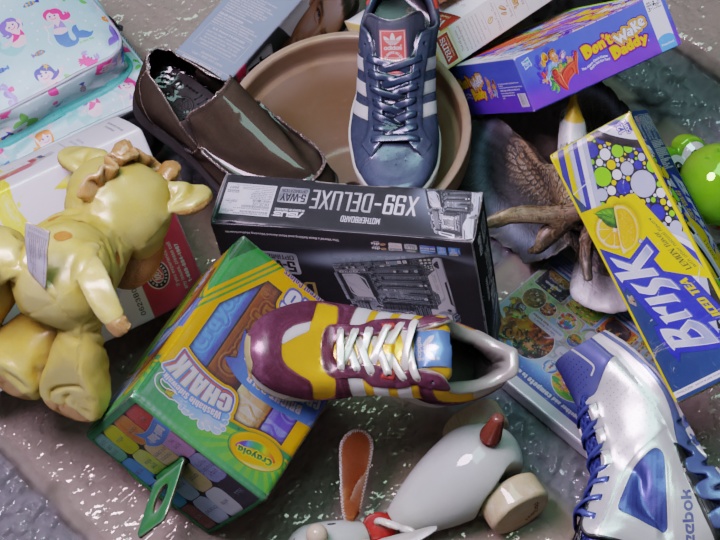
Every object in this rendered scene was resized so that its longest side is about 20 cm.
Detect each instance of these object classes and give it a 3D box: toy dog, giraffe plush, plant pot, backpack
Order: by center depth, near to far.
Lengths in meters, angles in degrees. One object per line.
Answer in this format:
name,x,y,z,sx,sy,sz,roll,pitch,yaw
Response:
giraffe plush,-0.200,-0.017,1.458,0.172,0.200,0.162,38,50,1
toy dog,0.045,0.159,1.466,0.132,0.097,0.200,35,64,25
plant pot,-0.009,-0.088,1.643,0.199,0.093,0.202,-3,55,4
backpack,-0.276,-0.163,1.686,0.177,0.151,0.200,-27,53,-14

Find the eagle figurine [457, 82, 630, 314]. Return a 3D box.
eagle figurine,0.166,-0.072,1.606,0.151,0.200,0.152,26,100,-12

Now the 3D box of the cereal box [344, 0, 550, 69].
cereal box,0.102,-0.240,1.735,0.200,0.040,0.144,-34,26,-20

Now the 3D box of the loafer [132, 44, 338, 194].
loafer,-0.104,-0.107,1.566,0.199,0.072,0.073,31,64,23

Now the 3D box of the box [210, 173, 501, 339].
box,0.000,0.000,1.531,0.199,0.158,0.050,5,54,13

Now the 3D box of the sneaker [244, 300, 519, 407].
sneaker,0.016,0.056,1.428,0.199,0.090,0.075,4,77,-33

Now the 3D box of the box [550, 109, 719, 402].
box,0.216,-0.011,1.461,0.070,0.064,0.201,-28,85,22

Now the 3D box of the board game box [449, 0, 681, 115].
board game box,0.154,-0.172,1.642,0.134,0.200,0.045,-25,99,-14

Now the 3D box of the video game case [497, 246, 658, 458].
video game case,0.194,0.040,1.589,0.200,0.018,0.143,-39,62,-22

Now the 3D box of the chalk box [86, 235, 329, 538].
chalk box,-0.109,0.101,1.474,0.124,0.125,0.200,39,60,-8

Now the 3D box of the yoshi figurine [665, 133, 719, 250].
yoshi figurine,0.290,-0.017,1.513,0.200,0.112,0.112,54,42,2

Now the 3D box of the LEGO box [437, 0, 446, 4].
LEGO box,0.110,-0.314,1.731,0.199,0.077,0.149,-30,22,-11

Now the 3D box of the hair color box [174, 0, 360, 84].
hair color box,-0.080,-0.193,1.718,0.060,0.099,0.200,27,61,21

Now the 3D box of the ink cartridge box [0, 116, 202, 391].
ink cartridge box,-0.240,-0.010,1.563,0.199,0.146,0.083,-26,19,-13

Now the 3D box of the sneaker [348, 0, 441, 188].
sneaker,0.026,-0.150,1.571,0.074,0.085,0.201,-2,62,2

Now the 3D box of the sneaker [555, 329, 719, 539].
sneaker,0.187,0.148,1.465,0.115,0.081,0.200,-29,71,-15
